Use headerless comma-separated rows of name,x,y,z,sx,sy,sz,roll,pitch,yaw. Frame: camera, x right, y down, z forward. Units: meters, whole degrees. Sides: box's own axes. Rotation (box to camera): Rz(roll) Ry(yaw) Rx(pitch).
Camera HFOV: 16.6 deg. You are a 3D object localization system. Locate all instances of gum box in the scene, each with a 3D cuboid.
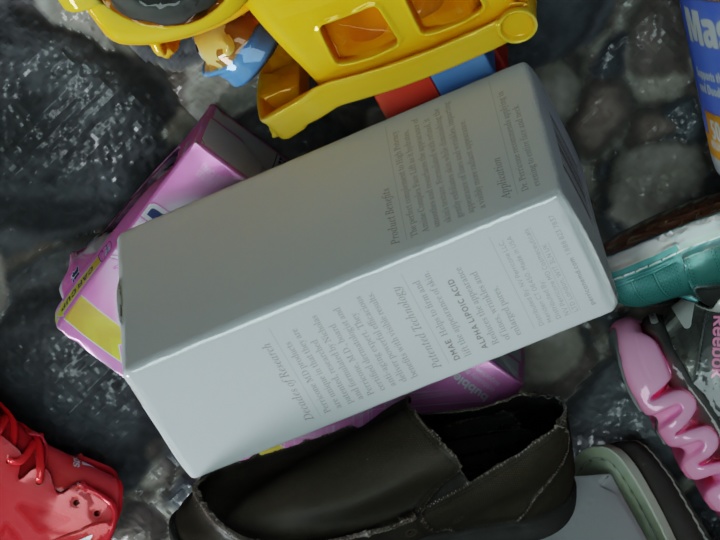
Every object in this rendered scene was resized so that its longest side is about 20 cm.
gum box,-0.035,0.026,1.151,0.199,0.066,0.114,37,107,-8

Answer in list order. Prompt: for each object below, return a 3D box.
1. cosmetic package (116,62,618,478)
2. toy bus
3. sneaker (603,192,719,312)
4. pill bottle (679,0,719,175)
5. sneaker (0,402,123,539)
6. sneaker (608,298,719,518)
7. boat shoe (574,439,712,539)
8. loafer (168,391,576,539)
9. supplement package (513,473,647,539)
cosmetic package,0.000,0.000,1.046,0.199,0.102,0.074,-23,126,11
toy bus,-0.016,-0.126,1.075,0.199,0.136,0.193,-19,123,13
sneaker,0.204,-0.003,1.093,0.198,0.071,0.081,-14,96,-9
pill bottle,0.185,-0.144,1.048,0.111,0.112,0.202,-12,108,9
sneaker,-0.174,0.074,1.188,0.114,0.079,0.201,-5,122,-2
sneaker,0.202,0.086,1.156,0.095,0.079,0.201,-35,105,4
boat shoe,0.161,0.170,1.191,0.072,0.060,0.203,-15,98,56
loafer,0.008,0.086,1.071,0.199,0.073,0.072,-11,129,-30
supplement package,0.038,0.187,1.099,0.198,0.156,0.112,-2,127,-19
